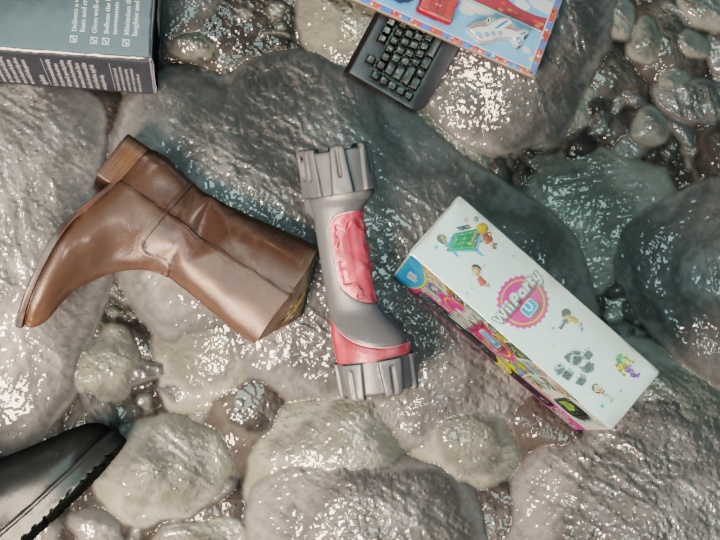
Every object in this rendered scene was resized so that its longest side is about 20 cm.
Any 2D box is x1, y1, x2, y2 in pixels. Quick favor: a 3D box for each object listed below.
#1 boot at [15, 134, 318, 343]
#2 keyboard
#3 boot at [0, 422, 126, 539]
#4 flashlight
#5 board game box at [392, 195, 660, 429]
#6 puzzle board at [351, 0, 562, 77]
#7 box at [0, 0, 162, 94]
[{"bbox_3d":[-0.149,0.014,1.190,0.199,0.064,0.187,33,79,-4],"label":"boot"},{"bbox_3d":[0.044,-0.248,1.264,0.127,0.021,0.201,28,79,-1],"label":"keyboard"},{"bbox_3d":[-0.303,0.144,1.152,0.198,0.073,0.163,-42,84,-9],"label":"boot"},{"bbox_3d":[0.000,0.000,1.183,0.067,0.068,0.202,-9,95,-19],"label":"flashlight"},{"bbox_3d":[0.124,0.038,1.167,0.200,0.148,0.064,41,83,2],"label":"board game box"},{"bbox_3d":[0.082,-0.270,1.256,0.199,0.017,0.152,22,81,-8],"label":"puzzle board"},{"bbox_3d":[-0.257,-0.231,1.189,0.198,0.107,0.150,4,82,-5],"label":"box"}]
